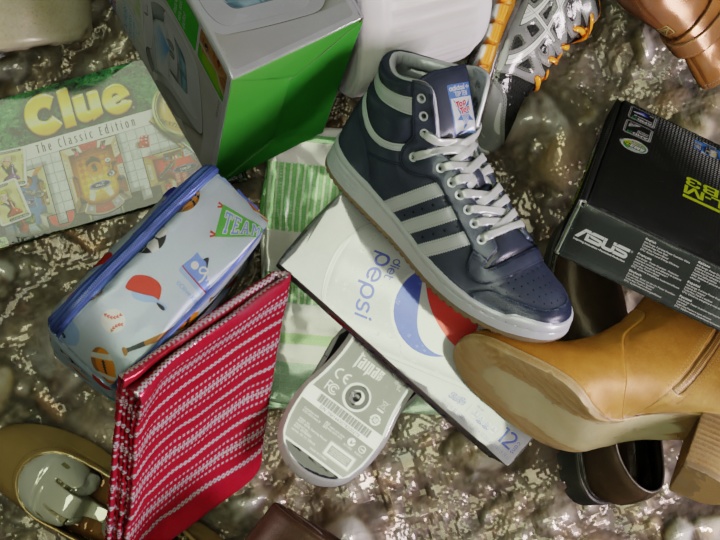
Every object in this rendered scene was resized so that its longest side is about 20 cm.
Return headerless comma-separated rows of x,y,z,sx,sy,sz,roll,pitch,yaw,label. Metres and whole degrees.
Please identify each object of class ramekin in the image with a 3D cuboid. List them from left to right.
0.020,-0.219,1.068,0.094,0.202,0.203,-11,89,-9,ramekin

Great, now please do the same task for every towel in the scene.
-0.105,0.102,1.053,0.022,0.200,0.145,37,50,22,towel
0.000,0.000,1.148,0.152,0.023,0.200,2,89,3,towel

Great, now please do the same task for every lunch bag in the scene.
-0.130,0.008,1.069,0.076,0.200,0.160,42,78,-2,lunch bag

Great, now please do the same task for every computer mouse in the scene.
0.014,0.058,1.119,0.110,0.044,0.200,38,86,-4,computer mouse

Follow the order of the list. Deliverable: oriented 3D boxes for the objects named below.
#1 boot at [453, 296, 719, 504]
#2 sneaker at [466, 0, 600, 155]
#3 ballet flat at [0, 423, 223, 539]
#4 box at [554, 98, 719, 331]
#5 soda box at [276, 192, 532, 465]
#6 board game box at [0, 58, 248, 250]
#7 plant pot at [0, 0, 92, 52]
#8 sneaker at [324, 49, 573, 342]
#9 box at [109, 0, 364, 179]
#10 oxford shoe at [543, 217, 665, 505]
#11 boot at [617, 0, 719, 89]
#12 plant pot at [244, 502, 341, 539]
0.170,0.050,1.034,0.201,0.071,0.144,26,55,2,boot
0.124,-0.172,1.118,0.077,0.078,0.200,20,92,-6,sneaker
-0.180,0.167,1.136,0.200,0.063,0.069,27,93,4,ballet flat
0.236,-0.023,1.053,0.200,0.193,0.048,26,117,4,box
0.038,0.039,1.066,0.200,0.068,0.063,42,85,-2,soda box
-0.190,-0.087,1.161,0.200,0.023,0.105,-16,86,3,board game box
-0.258,-0.239,1.096,0.200,0.200,0.184,-5,101,3,plant pot
0.066,-0.052,0.989,0.200,0.070,0.109,44,128,24,sneaker
-0.090,-0.178,1.050,0.097,0.200,0.177,-28,81,-15,box
0.174,0.059,1.099,0.073,0.084,0.200,-13,93,-38,oxford shoe
0.228,-0.233,1.111,0.155,0.074,0.200,48,57,-21,boot
-0.050,0.275,1.074,0.200,0.200,0.198,34,83,3,plant pot
